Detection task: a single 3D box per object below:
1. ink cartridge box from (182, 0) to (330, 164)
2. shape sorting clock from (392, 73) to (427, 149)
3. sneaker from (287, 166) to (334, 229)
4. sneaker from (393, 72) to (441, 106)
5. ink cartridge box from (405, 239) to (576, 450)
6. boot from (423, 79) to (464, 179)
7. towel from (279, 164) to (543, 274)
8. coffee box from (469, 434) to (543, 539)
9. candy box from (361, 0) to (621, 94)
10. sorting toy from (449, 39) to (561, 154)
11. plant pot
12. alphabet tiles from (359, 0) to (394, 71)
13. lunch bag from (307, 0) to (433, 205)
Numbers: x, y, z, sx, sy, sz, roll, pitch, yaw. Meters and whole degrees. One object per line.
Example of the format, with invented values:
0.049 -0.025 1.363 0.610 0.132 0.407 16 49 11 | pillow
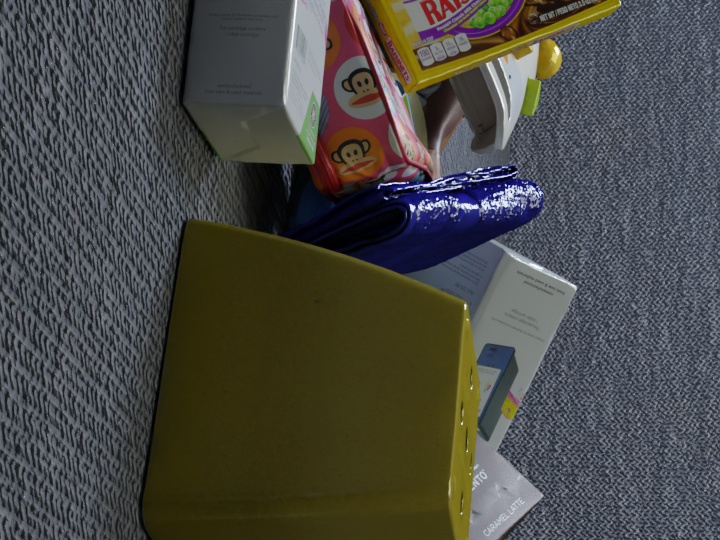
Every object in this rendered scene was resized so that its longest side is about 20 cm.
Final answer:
-0.060 -0.180 1.348 0.117 0.067 0.201 63 31 -72 | ink cartridge box
0.002 -0.066 1.758 0.200 0.039 0.201 -36 135 -46 | shape sorting clock
0.000 0.000 1.678 0.066 0.078 0.200 -40 135 -27 | sneaker
0.028 -0.149 1.877 0.200 0.092 0.076 80 16 -56 | sneaker
0.070 0.067 1.763 0.145 0.087 0.200 31 -85 57 | ink cartridge box
0.067 -0.118 2.001 0.068 0.188 0.200 40 39 -28 | boot
0.029 -0.033 1.564 0.200 0.147 0.050 -8 77 -55 | towel
0.040 0.230 1.670 0.114 0.080 0.200 -35 166 -53 | coffee box
0.096 -0.212 1.603 0.102 0.200 0.026 63 -28 6 | candy box
0.105 -0.188 1.846 0.180 0.107 0.200 -75 142 -65 | sorting toy
-0.019 0.103 1.330 0.200 0.176 0.201 76 19 -62 | plant pot
0.051 -0.230 1.710 0.006 0.200 0.167 37 61 -35 | alphabet tiles
-0.013 -0.138 1.548 0.200 0.082 0.177 40 31 -80 | lunch bag
